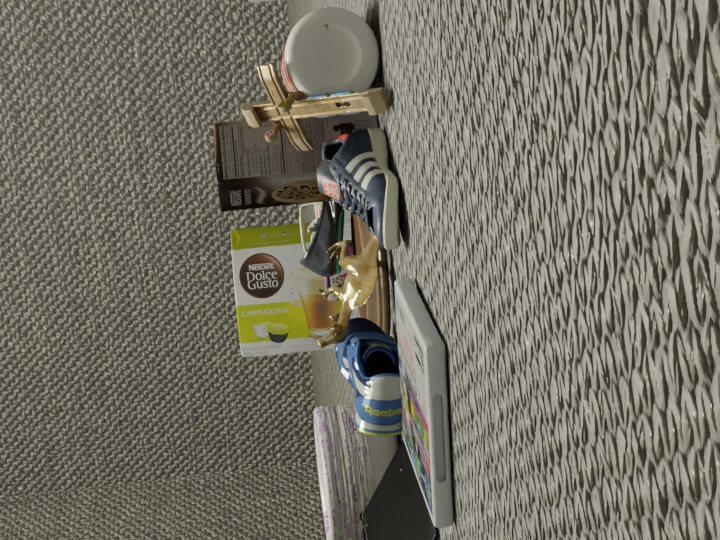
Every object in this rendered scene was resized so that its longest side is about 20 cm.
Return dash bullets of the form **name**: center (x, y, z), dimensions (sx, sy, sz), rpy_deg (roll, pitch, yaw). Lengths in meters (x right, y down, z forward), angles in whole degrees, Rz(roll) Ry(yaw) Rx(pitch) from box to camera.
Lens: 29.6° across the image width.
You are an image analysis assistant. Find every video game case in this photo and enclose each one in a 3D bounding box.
- **video game case**: center (0.062, 0.125, 1.345), dimensions (0.200, 0.023, 0.185), rpy_deg (-113, 18, -71)

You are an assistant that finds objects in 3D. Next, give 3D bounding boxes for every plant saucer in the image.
- **plant saucer**: center (0.011, -0.007, 1.771), dimensions (0.200, 0.029, 0.203), rpy_deg (173, 90, -85)

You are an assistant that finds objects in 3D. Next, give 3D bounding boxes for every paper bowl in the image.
- **paper bowl**: center (0.000, 0.271, 1.758), dimensions (0.201, 0.103, 0.204), rpy_deg (175, 90, -84)

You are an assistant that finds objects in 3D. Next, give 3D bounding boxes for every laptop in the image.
- **laptop**: center (0.070, 0.327, 1.546), dimensions (0.201, 0.115, 0.188), rpy_deg (55, -169, -28)

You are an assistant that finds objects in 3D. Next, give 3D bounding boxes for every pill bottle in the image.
- **pill bottle**: center (-0.040, -0.247, 1.616), dimensions (0.200, 0.108, 0.111), rpy_deg (-143, 48, -83)

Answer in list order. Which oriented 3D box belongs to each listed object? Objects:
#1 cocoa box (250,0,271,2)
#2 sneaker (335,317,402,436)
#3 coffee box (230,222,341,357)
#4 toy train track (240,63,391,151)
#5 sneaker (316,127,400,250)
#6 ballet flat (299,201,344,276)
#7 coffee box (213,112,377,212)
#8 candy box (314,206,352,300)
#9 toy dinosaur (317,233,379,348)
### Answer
- **cocoa box**: center (-0.113, -0.514, 2.037), dimensions (0.201, 0.132, 0.132), rpy_deg (-100, 7, -46)
- **sneaker**: center (0.017, 0.105, 1.594), dimensions (0.201, 0.073, 0.083), rpy_deg (-111, 22, -56)
- **coffee box**: center (-0.132, 0.029, 2.483), dimensions (0.200, 0.197, 0.200), rpy_deg (-115, 20, -77)
- **toy train track**: center (-0.057, -0.175, 1.512), dimensions (0.033, 0.198, 0.115), rpy_deg (-55, -50, -39)
- **sneaker**: center (-0.004, -0.087, 1.511), dimensions (0.201, 0.083, 0.076), rpy_deg (-103, 9, -56)
- **ballet flat**: center (-0.045, -0.094, 1.811), dimensions (0.073, 0.072, 0.203), rpy_deg (-176, 95, -85)
- **coffee box**: center (-0.078, -0.133, 1.661), dimensions (0.113, 0.197, 0.081), rpy_deg (102, 162, -76)
- **candy box**: center (-0.035, -0.077, 2.034), dimensions (0.137, 0.060, 0.202), rpy_deg (90, 173, -52)
- **toy dinosaur**: center (0.000, 0.000, 1.634), dimensions (0.101, 0.058, 0.202), rpy_deg (29, 98, 65)
